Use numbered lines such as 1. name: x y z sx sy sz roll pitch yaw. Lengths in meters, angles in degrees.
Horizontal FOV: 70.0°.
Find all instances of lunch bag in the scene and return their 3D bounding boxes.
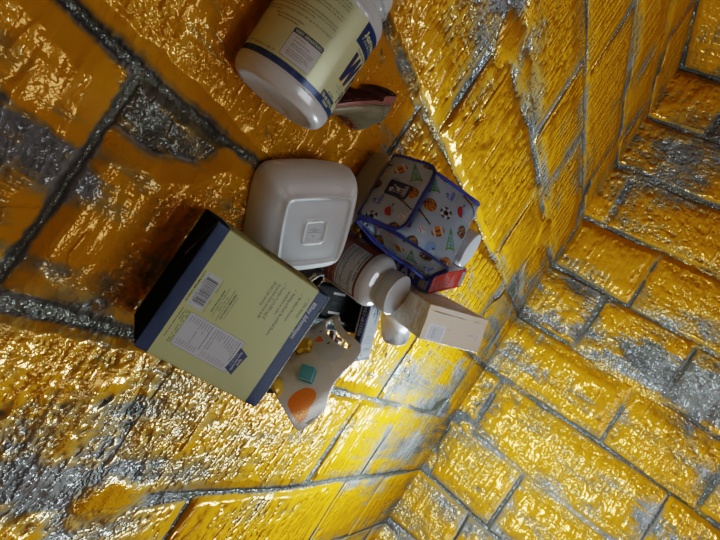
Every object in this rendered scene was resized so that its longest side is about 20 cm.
1. lunch bag: 0.106 -0.108 0.992 0.171 0.199 0.124 -59 -171 -22

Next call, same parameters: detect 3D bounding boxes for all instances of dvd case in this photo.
1. dvd case: 0.022 0.107 1.188 0.150 0.024 0.203 35 70 -76

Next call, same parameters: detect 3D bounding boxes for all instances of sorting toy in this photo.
1. sorting toy: -0.096 0.162 0.985 0.179 0.200 0.108 -31 130 -11

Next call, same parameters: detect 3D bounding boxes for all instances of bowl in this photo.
1. bowl: -0.094 -0.083 0.889 0.198 0.075 0.202 -6 126 -36

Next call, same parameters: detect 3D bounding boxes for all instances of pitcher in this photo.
1. pitcher: 0.110 0.065 1.296 0.119 0.173 0.201 2 140 -20

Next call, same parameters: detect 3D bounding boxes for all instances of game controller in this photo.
1. game controller: -0.062 0.082 1.145 0.198 0.042 0.106 13 91 -43

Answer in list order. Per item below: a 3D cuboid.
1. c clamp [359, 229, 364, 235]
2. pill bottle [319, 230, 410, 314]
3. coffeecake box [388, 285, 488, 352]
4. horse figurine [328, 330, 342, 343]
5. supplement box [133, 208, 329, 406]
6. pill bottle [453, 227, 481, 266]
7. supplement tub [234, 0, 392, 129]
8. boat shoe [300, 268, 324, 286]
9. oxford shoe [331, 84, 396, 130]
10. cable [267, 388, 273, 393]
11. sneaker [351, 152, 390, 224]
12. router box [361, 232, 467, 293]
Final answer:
1. c clamp: 0.068 -0.143 1.182 0.200 0.027 0.171 -49 150 -15
2. pill bottle: 0.000 0.000 1.037 0.112 0.199 0.113 -37 146 -31
3. coffeecake box: 0.143 0.087 1.078 0.152 0.200 0.074 16 98 -27
4. horse figurine: -0.020 0.079 1.238 0.132 0.050 0.202 -16 131 -51
5. supplement box: -0.194 0.053 0.770 0.199 0.134 0.201 36 88 -27
6. pill bottle: 0.166 -0.097 1.151 0.111 0.199 0.112 -42 155 -25
7. supplement tub: -0.060 -0.313 0.695 0.201 0.144 0.145 -56 151 -1
8. boat shoe: -0.147 0.071 1.023 0.201 0.059 0.072 -54 151 -3
9. oxford shoe: -0.009 -0.275 0.893 0.199 0.070 0.075 -21 140 -46
10. cable: -0.151 0.229 1.042 0.097 0.200 0.051 -36 119 -12
11. sneaker: 0.014 -0.128 1.051 0.201 0.073 0.116 -51 139 -13
12. router box: 0.118 -0.024 1.161 0.179 0.199 0.049 -5 122 -56
